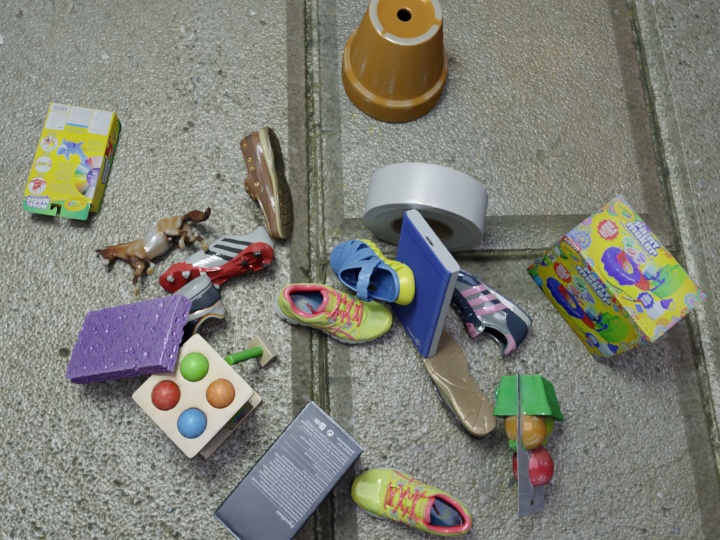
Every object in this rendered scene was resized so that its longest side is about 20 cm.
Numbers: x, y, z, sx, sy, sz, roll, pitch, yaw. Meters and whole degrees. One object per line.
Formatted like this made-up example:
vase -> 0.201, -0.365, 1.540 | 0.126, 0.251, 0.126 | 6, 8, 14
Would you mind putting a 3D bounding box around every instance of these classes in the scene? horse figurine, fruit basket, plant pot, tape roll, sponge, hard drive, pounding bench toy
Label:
horse figurine -> -0.330, -0.043, 1.048 | 0.199, 0.050, 0.132 | -37, 43, -10
fruit basket -> 0.251, 0.263, 0.968 | 0.093, 0.185, 0.202 | 1, 75, 27
plant pot -> 0.069, -0.398, 1.130 | 0.198, 0.183, 0.203 | 1, 73, -4
tape roll -> 0.105, -0.098, 1.038 | 0.200, 0.203, 0.072 | 11, 73, -1
sponge -> -0.343, 0.102, 0.936 | 0.198, 0.030, 0.113 | -11, 56, 27
hard drive -> 0.092, 0.024, 0.982 | 0.025, 0.201, 0.132 | -16, 51, -21
pounding bench toy -> -0.214, 0.164, 0.957 | 0.124, 0.156, 0.200 | 42, 75, 8

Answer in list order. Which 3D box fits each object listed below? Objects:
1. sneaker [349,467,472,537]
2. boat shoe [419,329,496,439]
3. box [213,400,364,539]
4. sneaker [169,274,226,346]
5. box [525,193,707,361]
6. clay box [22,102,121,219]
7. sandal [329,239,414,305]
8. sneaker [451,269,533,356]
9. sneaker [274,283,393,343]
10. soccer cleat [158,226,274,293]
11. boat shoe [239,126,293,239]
sneaker -> 0.081, 0.350, 0.962 | 0.198, 0.090, 0.079 | 15, 75, 1
boat shoe -> 0.149, 0.184, 1.029 | 0.071, 0.065, 0.201 | -20, 58, -19
box -> -0.100, 0.306, 0.930 | 0.107, 0.149, 0.200 | 39, 74, 8
sneaker -> -0.307, 0.091, 1.010 | 0.199, 0.079, 0.080 | -30, 110, 6
box -> 0.402, 0.018, 1.031 | 0.121, 0.193, 0.201 | -34, 78, -13
clay box -> -0.494, -0.182, 1.092 | 0.114, 0.048, 0.202 | 8, 75, -2
sandal -> 0.000, 0.000, 1.012 | 0.086, 0.199, 0.080 | -6, 107, -31
sneaker -> 0.188, 0.064, 1.064 | 0.199, 0.070, 0.082 | 33, 71, 7
sneaker -> -0.042, 0.066, 1.027 | 0.198, 0.090, 0.079 | 10, 71, -3
soccer cleat -> -0.239, -0.017, 1.061 | 0.198, 0.069, 0.086 | -19, 43, 4
boat shoe -> -0.164, -0.146, 1.102 | 0.067, 0.072, 0.202 | -15, 79, 12
